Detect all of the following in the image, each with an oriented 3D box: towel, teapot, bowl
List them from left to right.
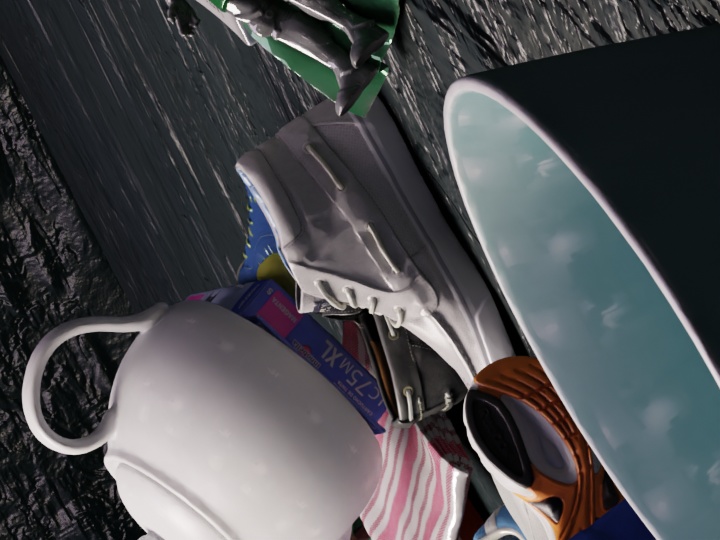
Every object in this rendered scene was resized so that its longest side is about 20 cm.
[{"bbox_3d":[-0.095,0.123,1.645,0.199,0.146,0.198,30,160,30],"label":"teapot"},{"bbox_3d":[0.020,0.127,1.718,0.200,0.030,0.147,-119,31,-49],"label":"towel"},{"bbox_3d":[0.120,0.003,0.797,0.201,0.105,0.201,56,170,15],"label":"bowl"}]

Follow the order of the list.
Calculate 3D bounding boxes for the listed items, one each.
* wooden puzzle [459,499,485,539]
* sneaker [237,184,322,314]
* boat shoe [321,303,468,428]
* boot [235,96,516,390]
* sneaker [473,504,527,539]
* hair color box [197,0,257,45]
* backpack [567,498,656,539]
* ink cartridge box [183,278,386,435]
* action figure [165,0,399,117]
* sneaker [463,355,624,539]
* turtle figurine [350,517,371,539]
[{"bbox_3d":[0.043,0.154,1.904,0.200,0.046,0.185,56,172,-4],"label":"wooden puzzle"},{"bbox_3d":[-0.042,-0.029,1.712,0.200,0.075,0.106,-1,109,66],"label":"sneaker"},{"bbox_3d":[0.000,0.000,1.568,0.201,0.067,0.072,60,173,8],"label":"boat shoe"},{"bbox_3d":[0.008,0.004,1.434,0.201,0.095,0.074,60,171,-5],"label":"boot"},{"bbox_3d":[0.137,0.214,1.485,0.200,0.072,0.072,53,167,30],"label":"sneaker"},{"bbox_3d":[-0.089,-0.227,1.344,0.099,0.060,0.201,44,161,57],"label":"hair color box"},{"bbox_3d":[0.140,0.221,1.203,0.162,0.167,0.201,37,153,51],"label":"backpack"},{"bbox_3d":[-0.052,0.061,1.710,0.119,0.042,0.200,44,164,-13],"label":"ink cartridge box"},{"bbox_3d":[-0.074,-0.157,1.282,0.200,0.055,0.118,36,146,11],"label":"action figure"},{"bbox_3d":[0.121,0.140,1.375,0.092,0.075,0.201,68,178,-80],"label":"sneaker"},{"bbox_3d":[-0.017,0.202,1.935,0.200,0.101,0.150,42,-170,-17],"label":"turtle figurine"}]
